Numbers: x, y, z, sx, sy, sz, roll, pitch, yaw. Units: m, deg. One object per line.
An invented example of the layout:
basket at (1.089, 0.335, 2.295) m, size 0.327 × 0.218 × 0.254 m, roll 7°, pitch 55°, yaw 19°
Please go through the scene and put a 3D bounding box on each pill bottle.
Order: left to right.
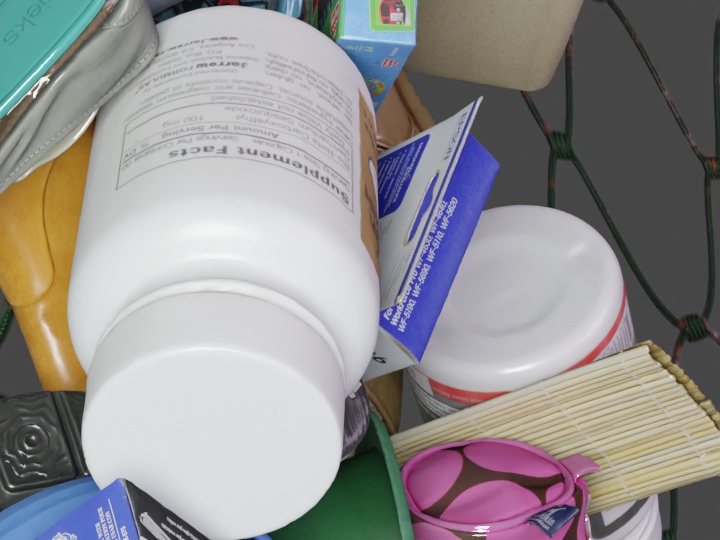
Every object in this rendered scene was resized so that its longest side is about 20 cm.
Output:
pill bottle at (-0.049, -0.001, 0.833) m, size 0.114 × 0.114 × 0.200 m, roll 50°, pitch 23°, yaw -30°
pill bottle at (0.090, 0.074, 1.130) m, size 0.200 × 0.113 × 0.114 m, roll 72°, pitch 22°, yaw -44°

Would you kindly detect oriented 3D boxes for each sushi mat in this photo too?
sushi mat at (0.076, 0.092, 1.057) m, size 0.096 × 0.200 × 0.012 m, roll 47°, pitch 36°, yaw -31°

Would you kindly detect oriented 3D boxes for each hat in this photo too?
hat at (-0.068, 0.150, 0.973) m, size 0.200 × 0.175 × 0.166 m, roll 107°, pitch -25°, yaw -74°

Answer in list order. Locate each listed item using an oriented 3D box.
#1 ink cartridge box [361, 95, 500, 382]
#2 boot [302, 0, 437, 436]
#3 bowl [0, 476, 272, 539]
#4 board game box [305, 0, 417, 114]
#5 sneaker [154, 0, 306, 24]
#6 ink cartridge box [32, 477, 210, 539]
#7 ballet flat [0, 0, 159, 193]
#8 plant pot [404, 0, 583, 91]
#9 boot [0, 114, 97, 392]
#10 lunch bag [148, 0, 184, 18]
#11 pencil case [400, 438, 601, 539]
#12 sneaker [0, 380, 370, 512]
ink cartridge box at (0.000, 0.000, 0.955) m, size 0.039 × 0.200 × 0.100 m, roll 31°, pitch 67°, yaw -17°
boot at (-0.018, -0.034, 1.114) m, size 0.175 × 0.066 × 0.200 m, roll 47°, pitch 39°, yaw -33°
bowl at (-0.088, 0.176, 0.813) m, size 0.200 × 0.039 × 0.202 m, roll -7°, pitch 102°, yaw -38°
board game box at (0.003, -0.175, 0.973) m, size 0.151 × 0.036 × 0.201 m, roll 125°, pitch -31°, yaw -78°
sneaker at (-0.077, -0.121, 1.057) m, size 0.095 × 0.079 × 0.201 m, roll 26°, pitch 51°, yaw -45°
ink cartridge box at (-0.027, 0.157, 0.762) m, size 0.200 × 0.044 × 0.094 m, roll 43°, pitch 17°, yaw -41°
ballet flat at (-0.151, -0.037, 0.830) m, size 0.067 × 0.200 × 0.064 m, roll 41°, pitch -11°, yaw 29°
plant pot at (0.052, -0.210, 1.185) m, size 0.200 × 0.199 × 0.178 m, roll -65°, pitch 162°, yaw -51°
boot at (-0.135, -0.012, 0.913) m, size 0.201 × 0.071 × 0.145 m, roll -2°, pitch 81°, yaw -54°
lunch bag at (-0.138, -0.159, 0.894) m, size 0.200 × 0.170 × 0.124 m, roll 11°, pitch 58°, yaw -56°
pencil case at (0.067, 0.179, 1.036) m, size 0.093 × 0.091 × 0.201 m, roll -14°, pitch 117°, yaw -23°
sneaker at (-0.099, 0.095, 0.903) m, size 0.200 × 0.115 × 0.076 m, roll -14°, pitch 70°, yaw -25°
